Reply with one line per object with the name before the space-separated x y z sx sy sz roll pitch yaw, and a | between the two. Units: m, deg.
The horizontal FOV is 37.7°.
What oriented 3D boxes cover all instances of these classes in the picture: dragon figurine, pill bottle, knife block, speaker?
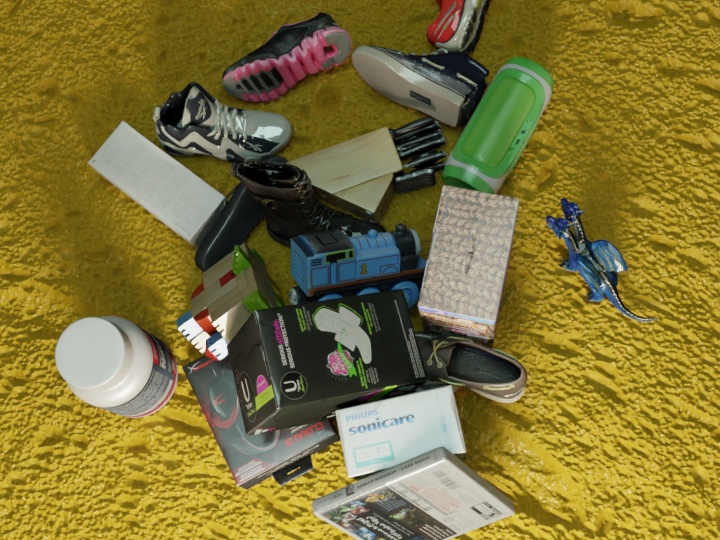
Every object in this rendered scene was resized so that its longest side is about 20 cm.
dragon figurine | 0.316 -0.004 1.411 0.059 0.099 0.200 -36 75 -3
pill bottle | -0.322 0.125 1.392 0.119 0.200 0.120 -1 76 5
knife block | 0.019 -0.165 1.501 0.199 0.064 0.176 25 79 12
speaker | 0.193 -0.196 1.480 0.088 0.088 0.200 28 80 12

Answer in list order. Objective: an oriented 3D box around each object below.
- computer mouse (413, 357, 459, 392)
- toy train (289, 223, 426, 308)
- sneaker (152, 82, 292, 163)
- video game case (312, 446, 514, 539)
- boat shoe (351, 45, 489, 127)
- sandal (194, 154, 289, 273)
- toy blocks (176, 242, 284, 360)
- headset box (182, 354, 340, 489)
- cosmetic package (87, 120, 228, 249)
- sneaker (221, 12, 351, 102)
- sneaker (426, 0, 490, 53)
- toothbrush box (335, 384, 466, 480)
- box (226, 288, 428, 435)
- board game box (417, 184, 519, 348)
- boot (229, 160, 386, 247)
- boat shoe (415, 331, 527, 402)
computer mouse | 0.044 0.119 1.437 0.199 0.044 0.110 27 69 15
toy train | 0.000 0.000 1.408 0.199 0.115 0.087 -10 31 -20
sneaker | -0.203 -0.212 1.501 0.198 0.130 0.080 7 77 7
video game case | 0.068 0.289 1.293 0.181 0.200 0.023 -26 50 18
boat shoe | 0.091 -0.287 1.529 0.200 0.075 0.093 32 63 14
sandal | -0.173 -0.087 1.499 0.043 0.076 0.200 31 80 35
toy blocks | -0.186 0.050 1.418 0.137 0.200 0.100 -37 118 5
headset box | -0.128 0.188 1.420 0.148 0.075 0.201 -27 75 -2
cosmetic package | -0.290 -0.124 1.528 0.200 0.051 0.083 37 80 13
sneaker | -0.115 -0.321 1.559 0.199 0.079 0.096 -23 53 -1
sneaker | 0.148 -0.416 1.548 0.085 0.077 0.201 16 75 20
toothbrush box | 0.056 0.209 1.332 0.146 0.200 0.086 -12 76 2
box | -0.045 0.115 1.308 0.199 0.149 0.125 -7 72 -25
board game box | 0.141 0.001 1.376 0.096 0.200 0.160 11 78 8
boot | -0.067 -0.082 1.424 0.199 0.174 0.069 10 67 13
boat shoe | 0.120 0.118 1.375 0.199 0.060 0.072 17 67 11
